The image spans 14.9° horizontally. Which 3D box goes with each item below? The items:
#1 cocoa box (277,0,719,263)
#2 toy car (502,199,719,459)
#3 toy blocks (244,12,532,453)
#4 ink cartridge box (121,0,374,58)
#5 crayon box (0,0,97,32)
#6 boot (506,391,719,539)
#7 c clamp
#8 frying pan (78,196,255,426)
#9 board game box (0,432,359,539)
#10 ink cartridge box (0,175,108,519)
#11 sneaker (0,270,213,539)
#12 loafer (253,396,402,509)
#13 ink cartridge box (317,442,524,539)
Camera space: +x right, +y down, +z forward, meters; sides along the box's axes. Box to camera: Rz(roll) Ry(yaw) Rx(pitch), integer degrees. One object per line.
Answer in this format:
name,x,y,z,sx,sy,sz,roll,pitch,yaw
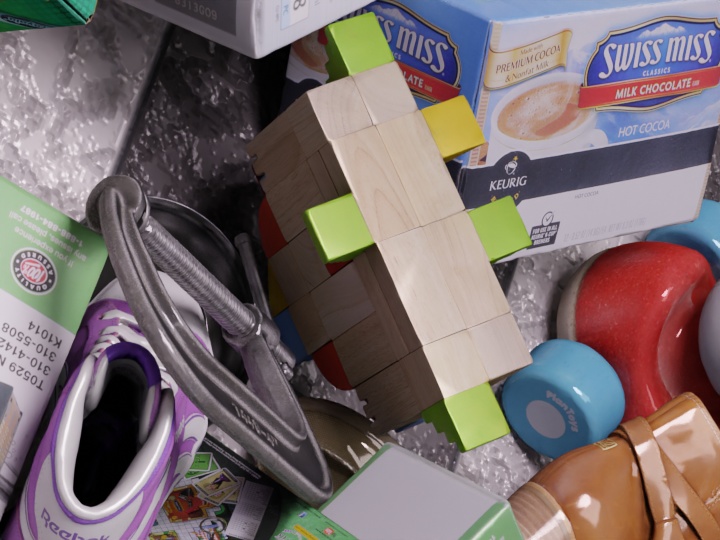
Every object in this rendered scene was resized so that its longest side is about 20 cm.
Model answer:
cocoa box,0.075,-0.095,1.385,0.200,0.133,0.131,-11,121,-43
toy car,0.216,0.056,1.461,0.184,0.200,0.177,-41,108,-40
toy blocks,0.000,0.000,1.286,0.100,0.137,0.200,-21,82,-29
ink cartridge box,-0.043,-0.176,1.308,0.200,0.160,0.047,-32,135,-41
crayon box,-0.160,-0.204,1.226,0.058,0.119,0.200,43,52,-51
boot,0.142,0.172,1.399,0.155,0.074,0.200,-34,125,-19
c clamp,-0.067,0.021,1.190,0.171,0.027,0.200,66,11,29
frying pan,-0.129,0.034,1.266,0.190,0.031,0.115,-21,93,-34
board game box,-0.065,0.130,1.181,0.105,0.200,0.023,-31,128,-25
ink cartridge box,-0.211,0.048,1.138,0.146,0.084,0.200,32,64,-27
sneaker,-0.095,0.052,1.172,0.073,0.114,0.201,19,44,-6
loafer,0.006,0.153,1.331,0.067,0.076,0.200,-43,109,-46
ink cartridge box,0.023,0.203,1.243,0.145,0.087,0.200,-43,133,-24
